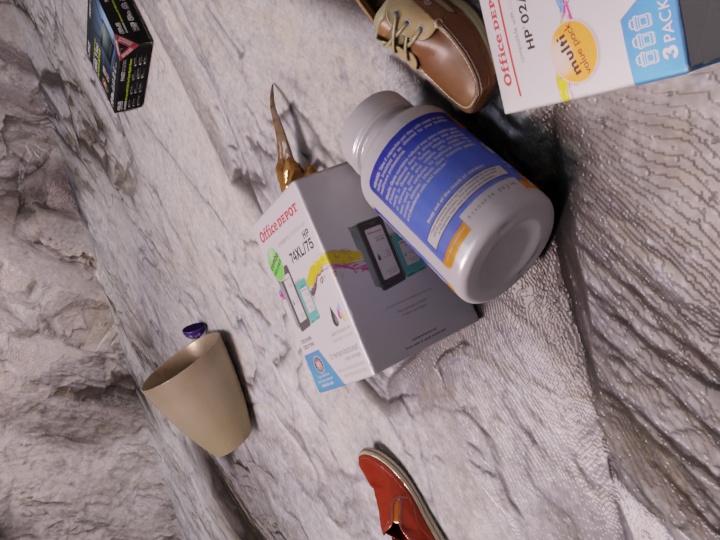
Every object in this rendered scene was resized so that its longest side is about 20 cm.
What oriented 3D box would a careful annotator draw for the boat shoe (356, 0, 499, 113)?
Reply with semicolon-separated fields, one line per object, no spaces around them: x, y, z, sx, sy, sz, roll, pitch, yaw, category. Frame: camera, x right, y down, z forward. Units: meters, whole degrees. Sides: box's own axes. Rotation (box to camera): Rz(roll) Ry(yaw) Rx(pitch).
0.043;-0.218;0.659;0.202;0.073;0.076;57;149;20;boat shoe

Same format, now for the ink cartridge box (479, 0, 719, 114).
0.147;-0.179;0.514;0.198;0.067;0.118;2;110;59;ink cartridge box

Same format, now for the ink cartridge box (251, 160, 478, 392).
0.000;0.000;0.803;0.146;0.143;0.205;-31;82;60;ink cartridge box

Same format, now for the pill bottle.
0.069;-0.076;0.672;0.201;0.110;0.114;48;145;32;pill bottle

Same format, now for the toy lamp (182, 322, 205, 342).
-0.336;0.216;1.612;0.058;0.057;0.206;13;118;55;toy lamp

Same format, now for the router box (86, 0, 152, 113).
-0.451;-0.415;1.384;0.153;0.061;0.200;63;151;13;router box

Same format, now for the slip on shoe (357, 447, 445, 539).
0.050;0.332;1.024;0.202;0.060;0.075;55;150;25;slip on shoe

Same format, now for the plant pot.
-0.307;0.263;1.495;0.186;0.186;0.203;-6;119;60;plant pot

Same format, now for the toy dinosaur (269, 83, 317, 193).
-0.093;-0.132;0.963;0.105;0.059;0.206;20;125;55;toy dinosaur
